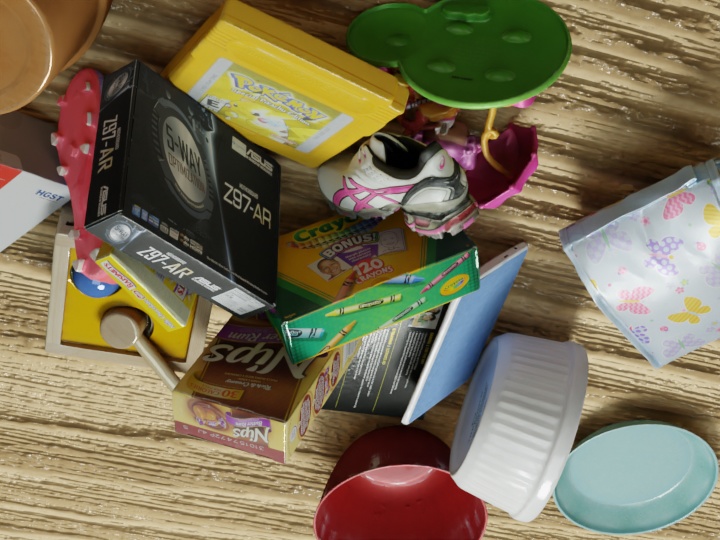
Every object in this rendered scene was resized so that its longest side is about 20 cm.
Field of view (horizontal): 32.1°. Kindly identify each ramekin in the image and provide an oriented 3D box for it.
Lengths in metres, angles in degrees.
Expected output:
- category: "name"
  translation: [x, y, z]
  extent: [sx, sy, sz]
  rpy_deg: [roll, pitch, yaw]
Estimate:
- category: "ramekin"
  translation: [0.164, 0.159, 1.339]
  extent: [0.094, 0.203, 0.203]
  rpy_deg: [19, 128, -3]

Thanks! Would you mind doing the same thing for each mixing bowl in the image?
- category: "mixing bowl"
  translation: [0.045, 0.255, 1.463]
  extent: [0.199, 0.109, 0.201]
  rpy_deg: [-1, 129, -1]

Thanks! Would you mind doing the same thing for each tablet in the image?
- category: "tablet"
  translation: [0.108, 0.067, 1.314]
  extent: [0.014, 0.130, 0.201]
  rpy_deg: [37, 130, 22]

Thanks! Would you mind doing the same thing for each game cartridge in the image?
- category: "game cartridge"
  translation: [-0.073, -0.156, 1.096]
  extent: [0.176, 0.033, 0.200]
  rpy_deg: [23, 163, -19]

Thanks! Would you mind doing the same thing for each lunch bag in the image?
- category: "lunch bag"
  translation: [0.312, -0.020, 1.237]
  extent: [0.169, 0.128, 0.200]
  rpy_deg: [-30, 135, 23]

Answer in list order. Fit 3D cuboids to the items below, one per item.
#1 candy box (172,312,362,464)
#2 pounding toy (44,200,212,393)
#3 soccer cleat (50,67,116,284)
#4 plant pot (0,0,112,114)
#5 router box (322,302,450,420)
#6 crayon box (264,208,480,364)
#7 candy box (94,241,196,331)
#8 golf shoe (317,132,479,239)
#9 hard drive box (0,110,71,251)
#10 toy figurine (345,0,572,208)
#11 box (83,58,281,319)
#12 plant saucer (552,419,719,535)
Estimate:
- category: "candy box"
  translation: [-0.084, 0.091, 1.207]
  extent: [0.116, 0.200, 0.057]
  rpy_deg: [13, 127, 16]
- category: "pounding toy"
  translation: [-0.215, 0.036, 1.249]
  extent: [0.183, 0.142, 0.201]
  rpy_deg: [9, 129, -9]
- category: "soccer cleat"
  translation: [-0.231, -0.085, 1.145]
  extent: [0.067, 0.201, 0.076]
  rpy_deg: [-20, 163, 38]
- category: "plant pot"
  translation: [-0.309, -0.222, 1.033]
  extent: [0.199, 0.140, 0.201]
  rpy_deg: [-2, 130, -2]
- category: "router box"
  translation: [0.019, 0.071, 1.345]
  extent: [0.148, 0.051, 0.201]
  rpy_deg: [8, 129, -11]
- category: "crayon box"
  translation: [0.000, 0.000, 1.203]
  extent: [0.199, 0.119, 0.058]
  rpy_deg: [-22, 132, -13]
- category: "candy box"
  translation: [-0.173, -0.052, 1.142]
  extent: [0.026, 0.201, 0.102]
  rpy_deg: [-17, 130, 29]
- category: "golf shoe"
  translation: [0.026, -0.093, 1.150]
  extent: [0.073, 0.200, 0.092]
  rpy_deg: [-39, 121, -27]
- category: "hard drive box"
  translation: [-0.387, -0.070, 1.156]
  extent: [0.200, 0.077, 0.156]
  rpy_deg: [-33, 154, 23]
- category: "toy figurine"
  translation: [0.091, -0.138, 1.142]
  extent: [0.199, 0.151, 0.184]
  rpy_deg: [11, 142, 17]
- category: "box"
  translation: [-0.151, -0.068, 1.117]
  extent: [0.043, 0.161, 0.200]
  rpy_deg: [-20, 144, 31]
- category: "plant saucer"
  translation: [0.328, 0.243, 1.512]
  extent: [0.199, 0.036, 0.201]
  rpy_deg: [-1, 129, -1]
